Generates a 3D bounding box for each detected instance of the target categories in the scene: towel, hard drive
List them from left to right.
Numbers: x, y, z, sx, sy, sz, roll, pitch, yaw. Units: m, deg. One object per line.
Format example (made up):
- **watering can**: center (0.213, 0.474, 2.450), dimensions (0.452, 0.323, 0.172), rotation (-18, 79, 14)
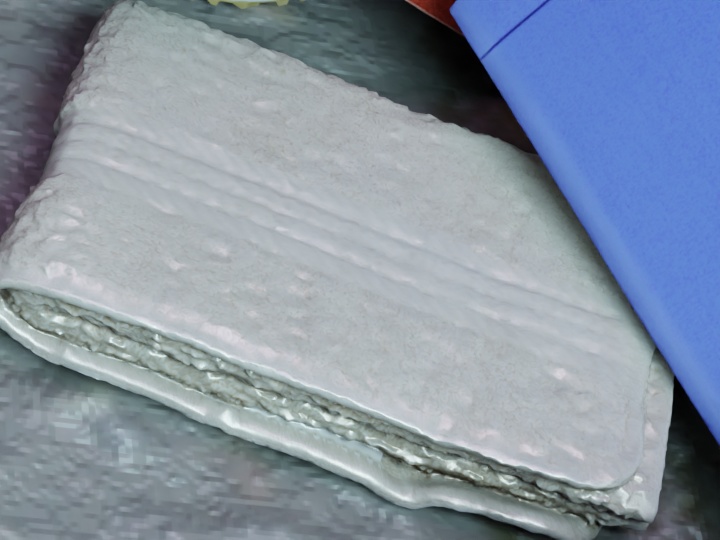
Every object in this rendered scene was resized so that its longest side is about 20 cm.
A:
- **towel**: center (0.000, 0.000, 0.829), dimensions (0.199, 0.035, 0.133), rotation (22, 43, -5)
- **hard drive**: center (0.125, -0.030, 0.797), dimensions (0.025, 0.132, 0.201), rotation (-9, 64, -58)

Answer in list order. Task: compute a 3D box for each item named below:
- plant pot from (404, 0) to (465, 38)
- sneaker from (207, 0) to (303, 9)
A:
- **plant pot**: center (0.035, -0.211, 0.877), dimensions (0.200, 0.176, 0.201), rotation (26, 32, -51)
- **sneaker**: center (-0.078, -0.156, 0.895), dimensions (0.199, 0.090, 0.075), rotation (24, 45, -1)
